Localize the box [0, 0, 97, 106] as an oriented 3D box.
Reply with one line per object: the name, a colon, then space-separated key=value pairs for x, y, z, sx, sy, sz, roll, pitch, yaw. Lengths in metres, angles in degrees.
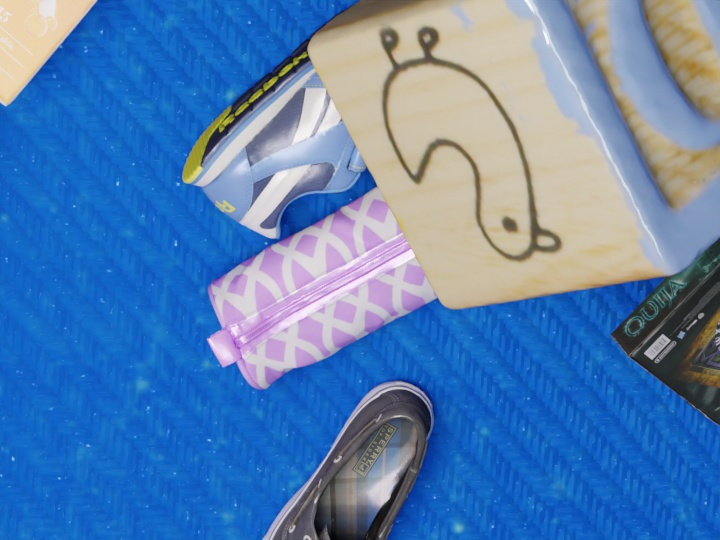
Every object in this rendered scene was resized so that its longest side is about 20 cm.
box: x=-0.192 y=-0.220 z=1.547 sx=0.124 sy=0.098 sz=0.200 roll=40 pitch=99 yaw=-9

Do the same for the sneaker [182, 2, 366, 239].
sneaker: x=-0.016 y=-0.100 z=1.593 sx=0.200 sy=0.074 sz=0.082 roll=-39 pitch=105 yaw=13

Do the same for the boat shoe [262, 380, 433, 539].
boat shoe: x=-0.012 y=0.166 z=1.654 sx=0.070 sy=0.066 sz=0.201 roll=32 pitch=100 yaw=-8

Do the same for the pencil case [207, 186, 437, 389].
pencil case: x=0.000 y=0.000 z=1.607 sx=0.199 sy=0.086 sz=0.084 roll=-30 pitch=103 yaw=7

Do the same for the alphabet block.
alphabet block: x=0.127 y=-0.112 z=1.478 sx=0.196 sy=0.199 sz=0.196 roll=-37 pitch=105 yaw=-35

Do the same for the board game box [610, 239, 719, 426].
board game box: x=0.265 y=0.003 z=1.606 sx=0.200 sy=0.028 sz=0.135 roll=-46 pitch=135 yaw=9
